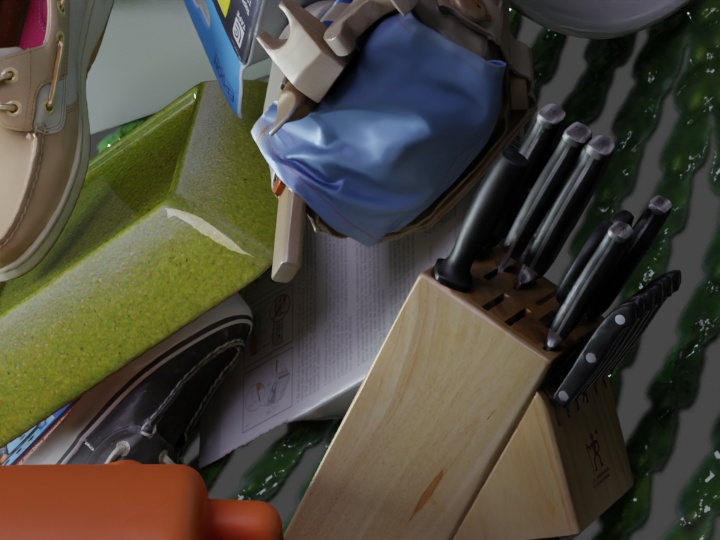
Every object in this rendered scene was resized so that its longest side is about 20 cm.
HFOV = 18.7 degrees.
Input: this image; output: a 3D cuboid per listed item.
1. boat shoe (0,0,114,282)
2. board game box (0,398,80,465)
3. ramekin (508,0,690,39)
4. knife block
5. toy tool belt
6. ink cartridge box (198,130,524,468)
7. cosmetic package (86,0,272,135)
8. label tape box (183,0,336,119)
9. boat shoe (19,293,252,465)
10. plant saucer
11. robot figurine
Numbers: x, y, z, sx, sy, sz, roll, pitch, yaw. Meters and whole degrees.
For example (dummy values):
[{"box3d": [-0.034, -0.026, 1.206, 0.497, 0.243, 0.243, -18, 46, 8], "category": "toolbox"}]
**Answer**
[{"box3d": [-0.178, -0.094, 1.109, 0.074, 0.069, 0.200, -11, 60, 32], "category": "boat shoe"}, {"box3d": [-0.177, 0.077, 1.161, 0.200, 0.019, 0.103, -45, 30, 3], "category": "board game box"}, {"box3d": [0.094, -0.217, 1.048, 0.098, 0.200, 0.201, 21, 76, 52], "category": "ramekin"}, {"box3d": [0.044, 0.028, 0.943, 0.200, 0.064, 0.176, -11, 99, 32], "category": "knife block"}, {"box3d": [0.019, -0.087, 0.953, 0.200, 0.125, 0.123, -55, 8, 41], "category": "toy tool belt"}, {"box3d": [0.000, 0.000, 1.091, 0.200, 0.057, 0.163, -36, 43, 42], "category": "ink cartridge box"}, {"box3d": [-0.106, -0.156, 1.213, 0.200, 0.113, 0.081, -13, 55, 28], "category": "cosmetic package"}, {"box3d": [-0.040, -0.192, 1.046, 0.066, 0.200, 0.143, -10, 55, -21], "category": "label tape box"}, {"box3d": [-0.116, 0.096, 1.089, 0.200, 0.071, 0.064, -47, 68, 6], "category": "boat shoe"}, {"box3d": [-0.125, -0.015, 1.114, 0.200, 0.048, 0.200, -33, 22, 19], "category": "plant saucer"}, {"box3d": [-0.135, 0.144, 0.984, 0.200, 0.117, 0.144, -1, 66, 0], "category": "robot figurine"}]
